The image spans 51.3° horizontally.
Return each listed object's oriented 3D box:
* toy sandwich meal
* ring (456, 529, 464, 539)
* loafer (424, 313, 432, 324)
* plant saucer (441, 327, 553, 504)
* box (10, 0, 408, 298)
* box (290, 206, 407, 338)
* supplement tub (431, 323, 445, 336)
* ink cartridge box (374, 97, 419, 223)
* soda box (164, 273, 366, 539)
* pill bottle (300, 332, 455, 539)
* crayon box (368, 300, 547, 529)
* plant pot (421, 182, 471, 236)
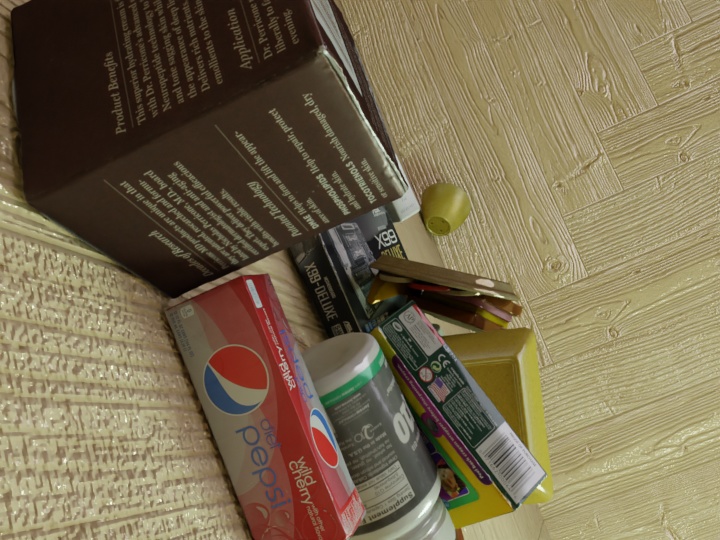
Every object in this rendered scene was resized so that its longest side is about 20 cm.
[{"bbox_3d":[0.099,0.034,0.908,0.205,0.203,0.071,8,94,-78],"label":"toy sandwich meal"},{"bbox_3d":[0.129,0.362,1.138,0.200,0.019,0.202,-22,91,-79],"label":"ring"},{"bbox_3d":[0.065,0.067,1.154,0.071,0.063,0.202,-5,65,-34],"label":"loafer"},{"bbox_3d":[0.116,0.173,0.853,0.048,0.197,0.203,77,8,-84],"label":"plant saucer"},{"bbox_3d":[-0.099,-0.114,0.511,0.164,0.198,0.167,48,22,-60],"label":"box"},{"bbox_3d":[0.000,0.000,0.978,0.200,0.049,0.159,-23,90,-61],"label":"box"},{"bbox_3d":[0.085,0.185,0.959,0.140,0.139,0.202,-54,121,-78],"label":"supplement tub"},{"bbox_3d":[-0.012,-0.151,1.130,0.199,0.044,0.178,-5,-68,59],"label":"ink cartridge box"},{"bbox_3d":[-0.068,0.107,0.551,0.063,0.069,0.202,-5,72,-79],"label":"soda box"},{"bbox_3d":[0.003,0.167,0.665,0.113,0.112,0.202,-73,139,-74],"label":"pill bottle"},{"bbox_3d":[0.060,0.153,0.738,0.201,0.058,0.173,53,-33,8],"label":"crayon box"},{"bbox_3d":[0.317,-0.216,2.892,0.201,0.198,0.143,59,38,-34],"label":"plant pot"}]
